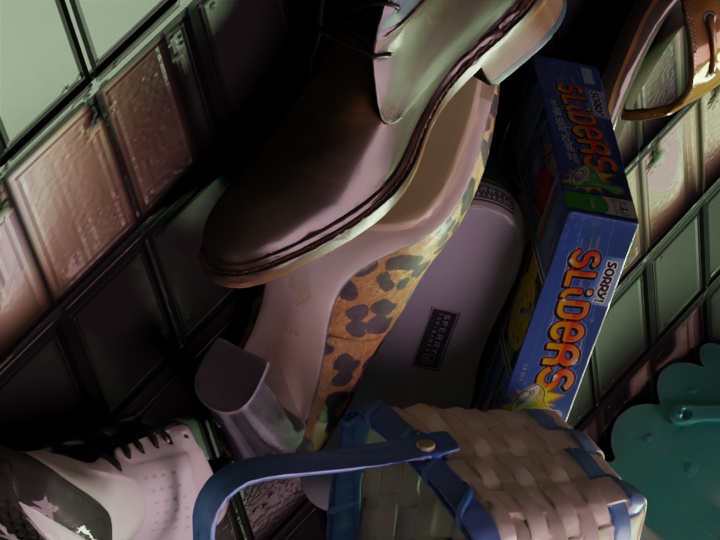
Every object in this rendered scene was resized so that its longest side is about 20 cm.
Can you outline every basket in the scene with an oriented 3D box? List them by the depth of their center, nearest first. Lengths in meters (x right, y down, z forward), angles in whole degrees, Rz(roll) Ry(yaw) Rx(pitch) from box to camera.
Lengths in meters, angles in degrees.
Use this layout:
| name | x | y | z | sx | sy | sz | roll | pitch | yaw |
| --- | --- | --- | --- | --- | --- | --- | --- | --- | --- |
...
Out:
| name | x | y | z | sx | sy | sz | roll | pitch | yaw |
| --- | --- | --- | --- | --- | --- | --- | --- | --- | --- |
| basket | 0.016 | 0.149 | 1.281 | 0.200 | 0.139 | 0.177 | -11 | 122 | -31 |

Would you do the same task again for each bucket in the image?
| name | x | y | z | sx | sy | sz | roll | pitch | yaw |
| --- | --- | --- | --- | --- | --- | --- | --- | --- | --- |
| bucket | 0.225 | 0.157 | 1.780 | 0.207 | 0.135 | 0.207 | -40 | 151 | -28 |

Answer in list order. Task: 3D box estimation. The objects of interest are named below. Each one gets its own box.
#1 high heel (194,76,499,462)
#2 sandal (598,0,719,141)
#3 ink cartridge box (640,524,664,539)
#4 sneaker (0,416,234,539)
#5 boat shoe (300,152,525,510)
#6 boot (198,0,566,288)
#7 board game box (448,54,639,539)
| name | x | y | z | sx | sy | sz | roll | pitch | yaw |
| --- | --- | --- | --- | --- | --- | --- | --- | --- | --- |
| high heel | 0.000 | 0.000 | 1.299 | 0.200 | 0.071 | 0.143 | -52 | 164 | -10 |
| sandal | 0.165 | -0.123 | 1.417 | 0.200 | 0.055 | 0.082 | -57 | 171 | -4 |
| ink cartridge box | 0.094 | 0.175 | 1.504 | 0.085 | 0.200 | 0.145 | -36 | 148 | -27 |
| sneaker | -0.111 | 0.090 | 1.216 | 0.080 | 0.074 | 0.200 | -68 | 160 | -6 |
| boat shoe | 0.026 | 0.030 | 1.370 | 0.057 | 0.069 | 0.200 | -91 | -158 | -53 |
| boot | -0.006 | -0.087 | 1.189 | 0.200 | 0.075 | 0.097 | -46 | 136 | -19 |
| board game box | 0.075 | 0.019 | 1.379 | 0.135 | 0.034 | 0.200 | -97 | -159 | -54 |
